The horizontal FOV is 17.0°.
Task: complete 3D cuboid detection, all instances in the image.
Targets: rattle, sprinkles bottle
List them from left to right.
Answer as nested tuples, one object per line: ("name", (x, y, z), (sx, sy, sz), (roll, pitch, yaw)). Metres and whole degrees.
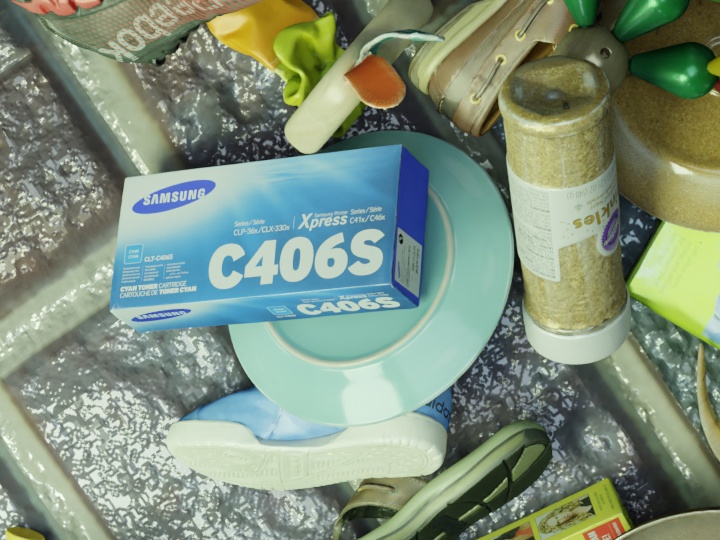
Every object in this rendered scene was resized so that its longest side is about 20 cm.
("rattle", (-0.028, -0.152, 1.467), (0.130, 0.200, 0.143), (-33, 93, 6))
("sprinkles bottle", (0.125, -0.034, 1.462), (0.068, 0.068, 0.200), (-7, 133, 5))

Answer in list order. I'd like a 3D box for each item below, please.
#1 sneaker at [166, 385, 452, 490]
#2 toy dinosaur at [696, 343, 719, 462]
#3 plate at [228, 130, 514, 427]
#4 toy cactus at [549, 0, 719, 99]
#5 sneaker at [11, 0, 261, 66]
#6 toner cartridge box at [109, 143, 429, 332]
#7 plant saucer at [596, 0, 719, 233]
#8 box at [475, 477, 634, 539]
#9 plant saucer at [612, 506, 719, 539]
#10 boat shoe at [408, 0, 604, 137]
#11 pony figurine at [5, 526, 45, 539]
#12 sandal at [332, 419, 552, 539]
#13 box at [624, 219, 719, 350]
("sneaker", (-0.029, 0.076, 1.559), (0.199, 0.077, 0.112), (-7, 57, 31))
("toy dinosaur", (0.265, 0.143, 1.557), (0.200, 0.060, 0.106), (32, 84, -10))
("plate", (0.000, 0.000, 1.515), (0.200, 0.026, 0.201), (-10, 66, 23))
("toy cactus", (0.162, -0.156, 1.450), (0.200, 0.102, 0.165), (38, 113, -17))
("sneaker", (-0.122, -0.177, 1.512), (0.200, 0.098, 0.071), (-3, 55, 26))
("toner cartridge box", (-0.058, -0.019, 1.511), (0.199, 0.043, 0.095), (-6, 65, 25))
("plant saucer", (0.230, -0.124, 1.502), (0.200, 0.035, 0.201), (-3, 76, 10))
("box", (0.090, 0.213, 1.562), (0.200, 0.050, 0.075), (-25, 113, 5))
("plant saucer", (0.222, 0.222, 1.522), (0.199, 0.032, 0.201), (1, 122, 2))
("boat shoe", (0.123, -0.164, 1.514), (0.200, 0.072, 0.068), (-42, 72, 12))
("pony figurine", (-0.197, 0.291, 1.564), (0.193, 0.166, 0.201), (19, 102, 34))
("sandal", (0.033, 0.152, 1.566), (0.201, 0.080, 0.057), (-35, 65, 5))
("box", (0.281, 0.010, 1.539), (0.200, 0.048, 0.122), (29, 97, 2))
